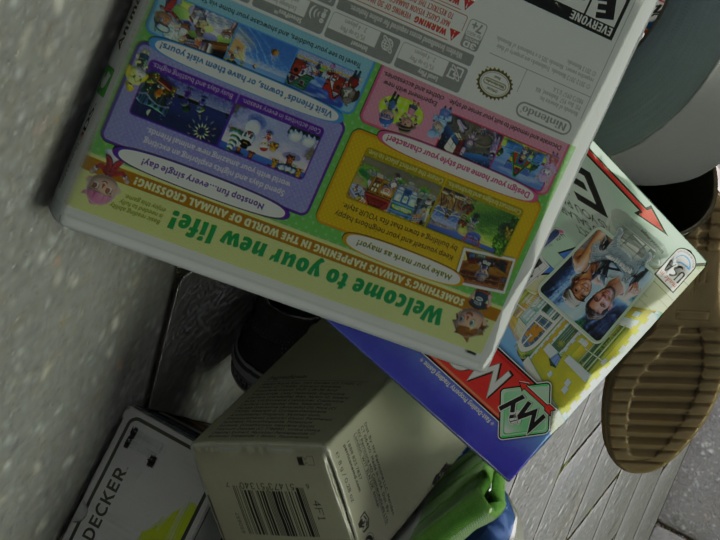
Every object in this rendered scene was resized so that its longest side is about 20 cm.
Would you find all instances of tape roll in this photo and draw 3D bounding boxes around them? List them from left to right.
[{"bbox_3d":[0.147,-0.149,0.970,0.066,0.200,0.201,11,108,-39],"label":"tape roll"}]

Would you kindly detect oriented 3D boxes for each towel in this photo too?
[{"bbox_3d":[-0.006,0.158,0.875,0.200,0.031,0.149,-39,180,11],"label":"towel"}]

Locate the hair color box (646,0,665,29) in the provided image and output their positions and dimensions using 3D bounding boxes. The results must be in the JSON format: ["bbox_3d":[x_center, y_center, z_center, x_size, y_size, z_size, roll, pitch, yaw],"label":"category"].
[{"bbox_3d":[0.205,-0.231,1.023,0.060,0.100,0.200,15,145,-38],"label":"hair color box"}]

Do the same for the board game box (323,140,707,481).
[{"bbox_3d":[0.041,-0.019,0.789,0.135,0.200,0.029,-48,-154,0],"label":"board game box"}]

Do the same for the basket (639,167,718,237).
[{"bbox_3d":[0.106,-0.025,1.129,0.136,0.180,0.200,-29,155,-33],"label":"basket"}]

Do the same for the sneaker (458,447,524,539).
[{"bbox_3d":[0.027,0.092,1.047,0.077,0.200,0.111,-26,122,3],"label":"sneaker"}]

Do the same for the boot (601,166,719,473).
[{"bbox_3d":[0.191,0.017,1.202,0.166,0.072,0.201,-105,-154,-77],"label":"boot"}]

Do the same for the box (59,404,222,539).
[{"bbox_3d":[-0.086,0.141,0.954,0.117,0.060,0.200,-63,163,-3],"label":"box"}]

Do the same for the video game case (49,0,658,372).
[{"bbox_3d":[0.002,-0.071,0.730,0.183,0.199,0.022,-66,-155,9],"label":"video game case"}]

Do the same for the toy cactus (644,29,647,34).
[{"bbox_3d":[0.166,-0.167,1.215,0.165,0.102,0.200,106,9,-62],"label":"toy cactus"}]

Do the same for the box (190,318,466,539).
[{"bbox_3d":[0.009,0.060,0.889,0.200,0.082,0.069,-42,122,-48],"label":"box"}]

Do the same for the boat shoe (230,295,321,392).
[{"bbox_3d":[0.000,0.000,1.002,0.200,0.070,0.066,-33,148,-45],"label":"boat shoe"}]
